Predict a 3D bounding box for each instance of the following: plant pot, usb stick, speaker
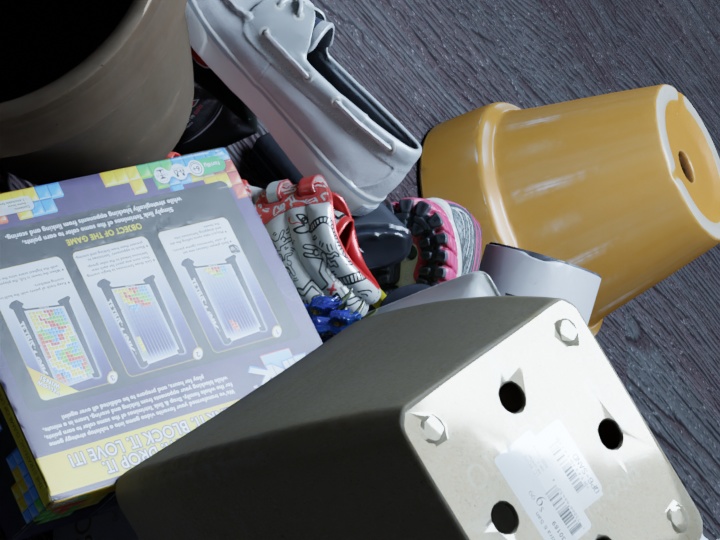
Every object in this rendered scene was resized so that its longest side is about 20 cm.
[{"bbox_3d":[0.042,0.121,1.221,0.200,0.177,0.200,-32,92,-42],"label":"plant pot"},{"bbox_3d":[-0.021,-0.046,1.584,0.200,0.055,0.033,-130,-145,-63],"label":"usb stick"},{"bbox_3d":[0.173,-0.052,1.916,0.200,0.183,0.201,44,34,-41],"label":"plant pot"},{"bbox_3d":[0.093,0.088,1.660,0.081,0.081,0.200,20,85,-58],"label":"speaker"},{"bbox_3d":[-0.169,-0.126,1.335,0.175,0.200,0.201,60,19,-63],"label":"plant pot"}]

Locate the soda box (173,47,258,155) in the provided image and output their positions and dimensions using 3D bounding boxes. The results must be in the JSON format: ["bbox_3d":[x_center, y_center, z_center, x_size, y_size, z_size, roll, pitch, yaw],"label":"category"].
[{"bbox_3d":[-0.143,-0.142,1.505,0.200,0.063,0.071,38,38,-45],"label":"soda box"}]

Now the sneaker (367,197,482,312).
[{"bbox_3d":[0.042,0.054,1.615,0.075,0.080,0.201,0,104,-58],"label":"sneaker"}]

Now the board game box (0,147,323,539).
[{"bbox_3d":[-0.123,0.033,1.300,0.200,0.057,0.166,-14,72,-40],"label":"board game box"}]

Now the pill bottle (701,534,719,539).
[{"bbox_3d":[0.138,0.171,1.562,0.200,0.113,0.113,26,33,0],"label":"pill bottle"}]

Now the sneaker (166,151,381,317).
[{"bbox_3d":[-0.073,-0.034,1.447,0.202,0.108,0.067,53,6,16],"label":"sneaker"}]

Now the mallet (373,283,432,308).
[{"bbox_3d":[0.000,0.000,1.552,0.200,0.041,0.066,50,-20,44],"label":"mallet"}]

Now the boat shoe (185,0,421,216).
[{"bbox_3d":[-0.042,-0.126,1.495,0.200,0.068,0.072,52,20,8],"label":"boat shoe"}]

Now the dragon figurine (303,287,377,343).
[{"bbox_3d":[0.050,0.071,1.390,0.059,0.199,0.100,-89,-167,-66],"label":"dragon figurine"}]

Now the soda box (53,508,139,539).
[{"bbox_3d":[-0.121,0.112,1.346,0.068,0.064,0.200,35,41,-49],"label":"soda box"}]

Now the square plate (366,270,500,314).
[{"bbox_3d":[0.031,0.117,1.483,0.198,0.200,0.028,61,29,-14],"label":"square plate"}]
